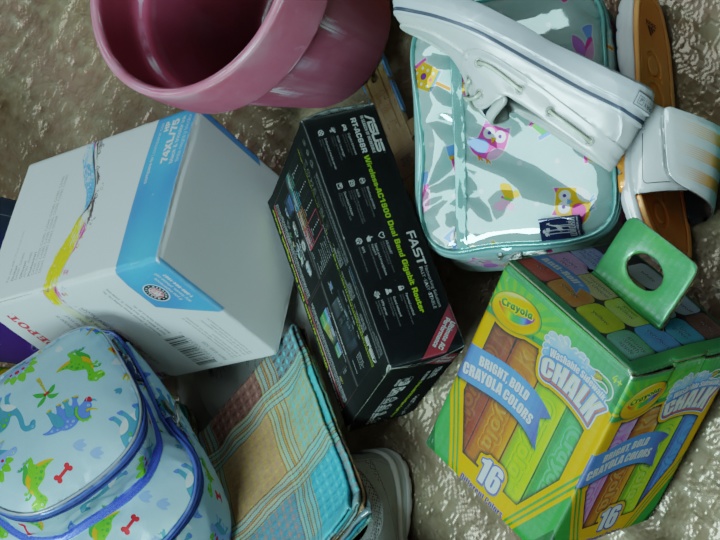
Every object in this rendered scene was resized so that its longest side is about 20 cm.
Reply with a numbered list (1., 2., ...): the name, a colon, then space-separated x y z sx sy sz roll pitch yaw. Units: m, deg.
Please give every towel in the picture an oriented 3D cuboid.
1. towel: -0.065 0.154 1.302 0.147 0.022 0.201 -49 39 23

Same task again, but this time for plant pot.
1. plant pot: -0.077 -0.206 1.319 0.198 0.178 0.203 -8 76 34

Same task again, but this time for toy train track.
1. toy train track: 0.032 -0.118 1.355 0.114 0.032 0.202 -36 61 29

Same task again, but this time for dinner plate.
1. dinner plate: -0.082 0.067 1.410 0.199 0.024 0.203 -8 77 36

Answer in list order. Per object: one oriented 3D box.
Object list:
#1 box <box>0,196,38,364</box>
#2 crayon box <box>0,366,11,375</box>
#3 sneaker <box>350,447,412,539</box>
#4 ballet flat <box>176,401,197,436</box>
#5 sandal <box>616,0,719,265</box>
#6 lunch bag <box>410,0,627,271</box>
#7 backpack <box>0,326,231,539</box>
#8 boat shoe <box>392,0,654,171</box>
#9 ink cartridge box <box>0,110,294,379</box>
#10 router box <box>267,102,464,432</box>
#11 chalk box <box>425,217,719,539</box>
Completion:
1. box: -0.333 0.004 1.494 0.078 0.199 0.143 5 85 37
2. crayon box: -0.317 0.181 1.468 0.058 0.172 0.202 -30 66 32
3. sneaker: -0.003 0.232 1.285 0.074 0.082 0.202 -18 71 33
4. ballet flat: -0.167 0.200 1.389 0.070 0.066 0.201 9 51 7
5. sandal: 0.216 -0.104 1.187 0.059 0.079 0.209 -14 72 36
6. lunch bag: 0.112 -0.098 1.239 0.159 0.077 0.203 -5 78 16
7. backpack: -0.206 0.159 1.290 0.182 0.147 0.200 -35 57 -9
8. boat shoe: 0.098 -0.131 1.169 0.199 0.073 0.067 27 91 23
9. ink cartridge box: -0.171 -0.011 1.384 0.198 0.147 0.147 -14 51 35
10. router box: 0.000 0.000 1.277 0.150 0.061 0.202 123 131 -65
11. chalk box: 0.154 0.065 1.141 0.125 0.123 0.202 42 125 34
